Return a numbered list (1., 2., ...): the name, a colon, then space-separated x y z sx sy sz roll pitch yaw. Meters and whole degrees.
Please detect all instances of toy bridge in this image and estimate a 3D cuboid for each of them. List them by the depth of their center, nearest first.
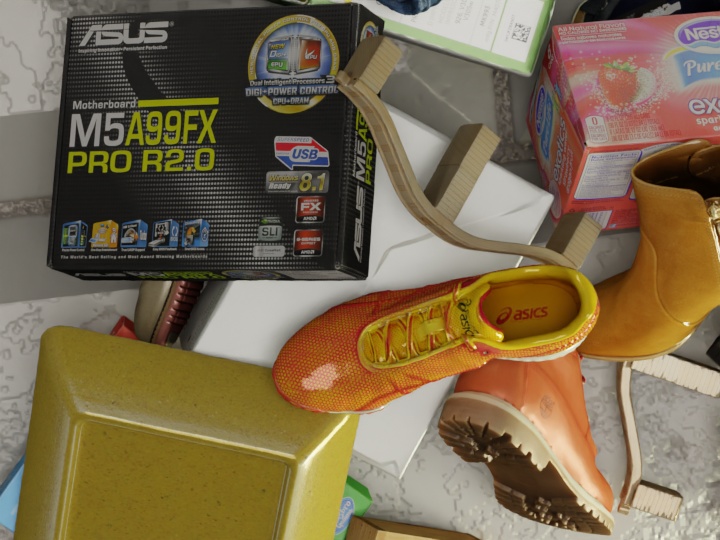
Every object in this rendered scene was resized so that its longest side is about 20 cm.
1. toy bridge: 0.056 -0.056 1.504 0.200 0.027 0.067 39 71 -26
2. toy bridge: 0.204 0.064 1.666 0.067 0.027 0.201 19 94 -4

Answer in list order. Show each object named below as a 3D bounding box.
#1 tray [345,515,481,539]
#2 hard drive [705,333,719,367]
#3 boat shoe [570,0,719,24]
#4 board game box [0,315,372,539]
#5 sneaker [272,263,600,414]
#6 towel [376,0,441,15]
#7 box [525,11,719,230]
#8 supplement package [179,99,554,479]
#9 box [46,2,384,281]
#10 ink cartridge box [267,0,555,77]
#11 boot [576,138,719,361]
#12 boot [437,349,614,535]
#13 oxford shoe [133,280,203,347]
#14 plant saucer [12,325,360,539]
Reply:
1. tray: 0.014 0.264 1.657 0.098 0.037 0.201 13 97 -35
2. hard drive: 0.334 0.019 1.632 0.139 0.033 0.200 38 72 4
3. boat shoe: 0.228 -0.187 1.629 0.200 0.062 0.075 -29 97 -3
4. board game box: -0.116 0.149 1.646 0.200 0.040 0.153 35 92 -8
5. sneaker: 0.043 0.032 1.510 0.199 0.077 0.073 -17 75 -2
6. towel: 0.044 -0.238 1.542 0.111 0.049 0.200 34 48 7
7. box: 0.214 -0.096 1.588 0.199 0.103 0.095 -6 60 -11
8. supplement package: 0.000 0.000 1.604 0.155 0.111 0.200 29 92 -8
9. box: -0.088 -0.075 1.536 0.199 0.044 0.161 1 81 23
10. ink cartridge box: 0.015 -0.177 1.588 0.199 0.104 0.060 16 95 -7
11. boot: 0.188 -0.017 1.567 0.201 0.071 0.144 -12 139 25
12. boot: 0.122 0.097 1.621 0.075 0.200 0.108 6 62 29
13. oxford shoe: -0.125 -0.049 1.612 0.075 0.070 0.201 11 84 4
14. plant saucer: -0.113 0.147 1.565 0.199 0.048 0.201 11 117 0
